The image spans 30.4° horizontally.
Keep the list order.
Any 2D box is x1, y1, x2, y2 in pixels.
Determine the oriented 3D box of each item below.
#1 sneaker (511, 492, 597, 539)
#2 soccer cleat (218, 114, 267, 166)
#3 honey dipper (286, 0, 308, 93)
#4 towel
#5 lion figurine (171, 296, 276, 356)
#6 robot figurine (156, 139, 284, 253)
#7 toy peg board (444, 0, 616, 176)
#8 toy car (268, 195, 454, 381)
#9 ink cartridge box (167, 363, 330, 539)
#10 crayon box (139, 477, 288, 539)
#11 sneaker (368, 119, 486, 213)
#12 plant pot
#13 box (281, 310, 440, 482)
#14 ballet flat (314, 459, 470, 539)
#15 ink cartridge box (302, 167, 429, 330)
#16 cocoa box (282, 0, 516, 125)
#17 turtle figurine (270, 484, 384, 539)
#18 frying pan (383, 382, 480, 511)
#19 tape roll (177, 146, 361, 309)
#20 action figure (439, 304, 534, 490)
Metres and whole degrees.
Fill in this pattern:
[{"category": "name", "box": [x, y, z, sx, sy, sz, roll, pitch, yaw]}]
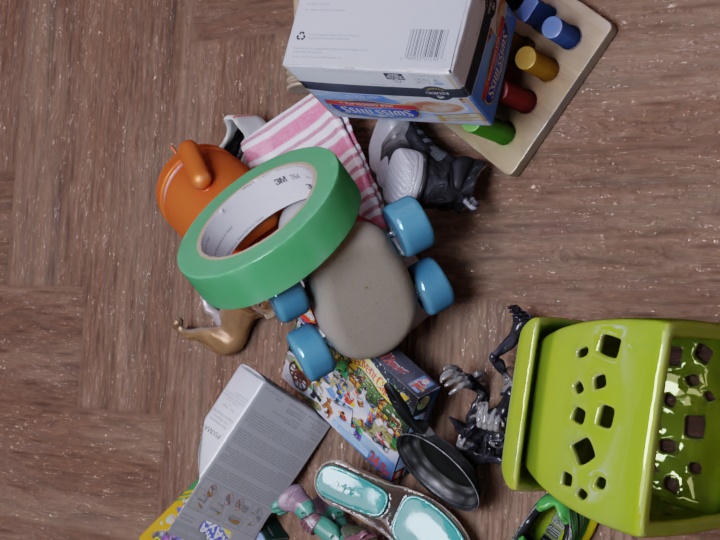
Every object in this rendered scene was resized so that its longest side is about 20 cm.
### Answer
[{"category": "sneaker", "box": [0.176, 0.313, 1.391, 0.078, 0.085, 0.201, 26, 100, 33]}, {"category": "soccer cleat", "box": [-0.168, -0.102, 1.671, 0.068, 0.085, 0.201, 23, 98, 34]}, {"category": "honey dipper", "box": [-0.079, -0.322, 1.668, 0.038, 0.038, 0.201, -11, 75, 33]}, {"category": "towel", "box": [-0.057, -0.104, 1.563, 0.146, 0.030, 0.201, -31, 72, 27]}, {"category": "lion figurine", "box": [-0.156, 0.051, 1.653, 0.122, 0.072, 0.200, 42, 138, 13]}, {"category": "robot figurine", "box": [-0.166, -0.077, 1.555, 0.200, 0.144, 0.117, 40, 108, 43]}, {"category": "toy peg board", "box": [0.139, -0.245, 1.471, 0.200, 0.098, 0.199, 43, 109, 29]}, {"category": "toy car", "box": [-0.028, -0.017, 1.464, 0.184, 0.177, 0.200, -28, 40, -7]}, {"category": "ink cartridge box", "box": [-0.138, 0.225, 1.537, 0.057, 0.163, 0.200, 34, 85, 37]}, {"category": "crayon box", "box": [-0.196, 0.345, 1.662, 0.200, 0.052, 0.126, -46, 62, 22]}, {"category": "sneaker", "box": [0.077, -0.123, 1.516, 0.200, 0.113, 0.076, -104, 32, -56]}, {"category": "plant pot", "box": [0.256, 0.140, 1.295, 0.181, 0.200, 0.200, 7, 89, 42]}, {"category": "box", "box": [-0.004, 0.128, 1.528, 0.200, 0.038, 0.137, 40, 134, 30]}, {"category": "ballet flat", "box": [0.042, 0.269, 1.491, 0.200, 0.067, 0.068, 31, 90, 15]}, {"category": "ink cartridge box", "box": [0.000, 0.000, 1.578, 0.161, 0.050, 0.200, -41, 76, 24]}, {"category": "cocoa box", "box": [0.044, -0.241, 1.399, 0.199, 0.131, 0.134, 7, 74, 27]}, {"category": "turtle figurine", "box": [-0.015, 0.330, 1.495, 0.101, 0.150, 0.200, -40, 54, 2]}, {"category": "frying pan", "box": [0.065, 0.187, 1.432, 0.190, 0.031, 0.115, 53, 153, -13]}, {"category": "tape roll", "box": [-0.095, -0.046, 1.375, 0.200, 0.048, 0.201, -27, 29, 17]}, {"category": "action figure", "box": [0.141, 0.138, 1.425, 0.119, 0.102, 0.201, 36, 105, 47]}]
